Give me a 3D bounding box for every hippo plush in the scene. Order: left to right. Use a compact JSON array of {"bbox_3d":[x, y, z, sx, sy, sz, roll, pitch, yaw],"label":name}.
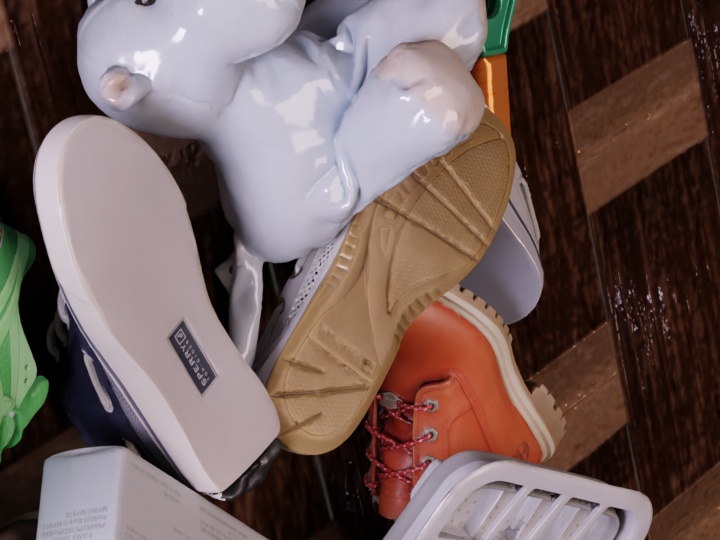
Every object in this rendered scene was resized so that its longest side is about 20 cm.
[{"bbox_3d":[-0.056,-0.097,1.258,0.161,0.159,0.200,35,112,-26],"label":"hippo plush"}]

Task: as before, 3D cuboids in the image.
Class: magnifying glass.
[{"bbox_3d":[0.066,-0.137,1.449,0.080,0.022,0.200,-16,107,-47],"label":"magnifying glass"}]

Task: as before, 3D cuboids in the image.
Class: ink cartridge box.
[{"bbox_3d":[-0.088,0.198,1.197,0.160,0.047,0.200,40,47,-50],"label":"ink cartridge box"}]

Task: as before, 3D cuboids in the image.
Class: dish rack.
[{"bbox_3d":[0.047,0.175,1.402,0.172,0.044,0.200,17,111,-49],"label":"dish rack"}]

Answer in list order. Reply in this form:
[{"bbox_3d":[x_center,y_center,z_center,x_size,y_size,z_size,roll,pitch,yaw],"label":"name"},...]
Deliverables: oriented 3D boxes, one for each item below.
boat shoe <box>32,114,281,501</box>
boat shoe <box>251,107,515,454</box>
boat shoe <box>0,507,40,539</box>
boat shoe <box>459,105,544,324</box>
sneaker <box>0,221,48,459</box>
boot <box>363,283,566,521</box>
[{"bbox_3d":[-0.115,0.018,1.210,0.075,0.093,0.200,-45,125,-36],"label":"boat shoe"},{"bbox_3d":[0.000,0.000,1.307,0.071,0.069,0.200,45,68,-21],"label":"boat shoe"},{"bbox_3d":[-0.143,0.209,1.205,0.072,0.072,0.200,-18,105,-72],"label":"boat shoe"},{"bbox_3d":[0.037,-0.065,1.401,0.065,0.073,0.200,-73,143,-59],"label":"boat shoe"},{"bbox_3d":[-0.172,0.070,1.167,0.084,0.074,0.200,10,87,-45],"label":"sneaker"},{"bbox_3d":[0.032,0.071,1.403,0.107,0.075,0.200,-56,133,-21],"label":"boot"}]
